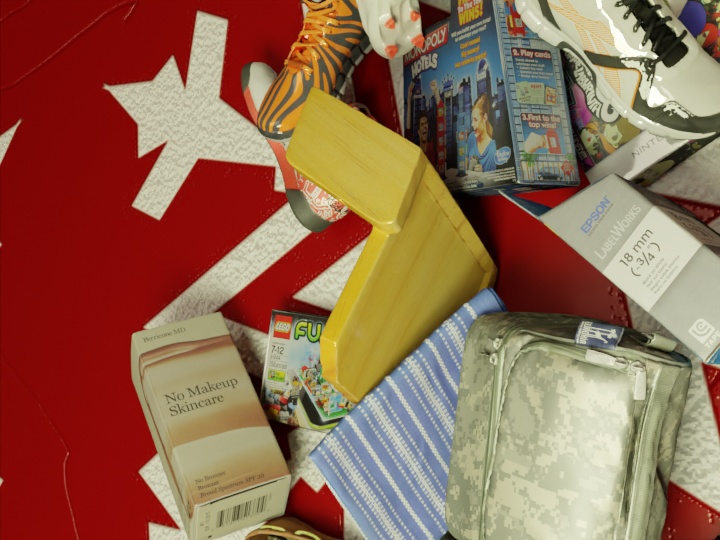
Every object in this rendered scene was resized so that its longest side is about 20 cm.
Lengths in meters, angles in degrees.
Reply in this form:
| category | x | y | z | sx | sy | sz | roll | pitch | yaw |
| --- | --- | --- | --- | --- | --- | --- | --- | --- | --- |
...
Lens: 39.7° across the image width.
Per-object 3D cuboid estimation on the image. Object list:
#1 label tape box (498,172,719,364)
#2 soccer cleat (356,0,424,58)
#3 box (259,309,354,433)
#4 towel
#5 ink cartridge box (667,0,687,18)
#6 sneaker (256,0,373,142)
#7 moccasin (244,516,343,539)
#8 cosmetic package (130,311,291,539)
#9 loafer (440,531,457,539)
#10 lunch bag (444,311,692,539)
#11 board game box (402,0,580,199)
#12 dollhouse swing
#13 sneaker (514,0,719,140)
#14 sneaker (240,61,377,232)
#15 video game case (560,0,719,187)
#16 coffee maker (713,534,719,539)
| category | x | y | z | sx | sy | sz | roll | pitch | yaw |
| --- | --- | --- | --- | --- | --- | --- | --- | --- | --- |
| label tape box | 0.217 | -0.017 | 0.730 | 0.200 | 0.143 | 0.064 | 45 | 110 | 31 |
| soccer cleat | 0.021 | -0.274 | 0.839 | 0.078 | 0.069 | 0.202 | 55 | 155 | 40 |
| box | -0.009 | 0.103 | 0.954 | 0.198 | 0.035 | 0.112 | 5 | 87 | 37 |
| towel | 0.067 | 0.127 | 0.781 | 0.200 | 0.146 | 0.024 | -41 | 27 | -18 |
| ink cartridge box | 0.293 | -0.271 | 0.697 | 0.068 | 0.116 | 0.201 | 33 | 93 | 27 |
| sneaker | -0.046 | -0.223 | 0.929 | 0.077 | 0.112 | 0.201 | 23 | 70 | 32 |
| moccasin | -0.025 | 0.281 | 0.917 | 0.200 | 0.077 | 0.075 | 23 | 98 | 36 |
| cosmetic package | -0.151 | 0.152 | 0.985 | 0.201 | 0.102 | 0.088 | 60 | 153 | 32 |
| loafer | 0.085 | 0.261 | 0.849 | 0.072 | 0.073 | 0.203 | -19 | 83 | 25 |
| lunch bag | 0.157 | 0.131 | 0.720 | 0.167 | 0.138 | 0.203 | -161 | 78 | -67 |
| board game box | 0.104 | -0.166 | 0.849 | 0.199 | 0.061 | 0.203 | -179 | 89 | -66 |
| dollhouse swing | 0.000 | 0.000 | 0.825 | 0.181 | 0.200 | 0.176 | 35 | 83 | 35 |
| sneaker | 0.197 | -0.174 | 0.731 | 0.200 | 0.080 | 0.074 | 40 | 70 | 13 |
| sneaker | -0.042 | -0.148 | 0.994 | 0.107 | 0.067 | 0.203 | -33 | 65 | 23 |
| video game case | 0.229 | -0.184 | 0.809 | 0.181 | 0.036 | 0.202 | -35 | 65 | 28 |
| coffee maker | 0.255 | 0.322 | 0.668 | 0.200 | 0.134 | 0.193 | 39 | 106 | 33 |
